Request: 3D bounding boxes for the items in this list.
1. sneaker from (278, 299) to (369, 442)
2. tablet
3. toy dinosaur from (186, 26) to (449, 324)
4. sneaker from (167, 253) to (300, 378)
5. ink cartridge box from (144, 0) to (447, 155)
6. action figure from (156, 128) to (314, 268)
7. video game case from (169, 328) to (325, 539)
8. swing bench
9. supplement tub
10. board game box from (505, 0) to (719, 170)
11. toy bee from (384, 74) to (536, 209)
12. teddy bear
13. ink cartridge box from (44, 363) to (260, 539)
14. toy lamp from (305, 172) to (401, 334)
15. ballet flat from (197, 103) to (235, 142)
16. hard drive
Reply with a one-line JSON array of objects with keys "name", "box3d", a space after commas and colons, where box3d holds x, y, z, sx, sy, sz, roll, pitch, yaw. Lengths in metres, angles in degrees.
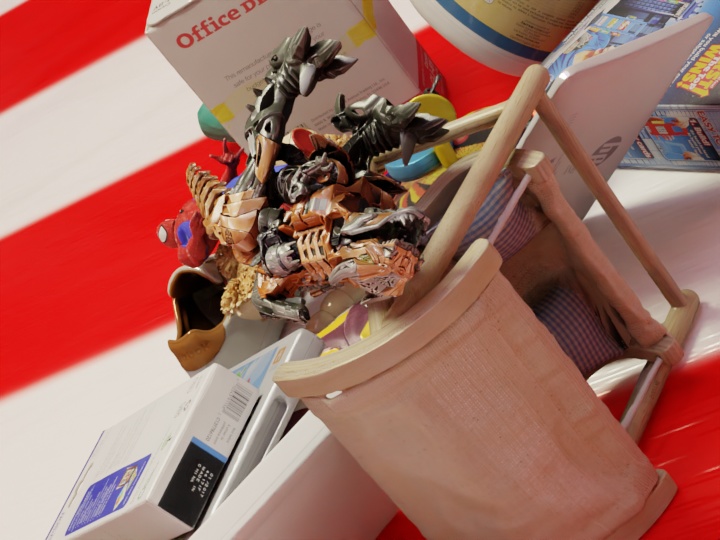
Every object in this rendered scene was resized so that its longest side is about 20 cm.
[{"name": "sneaker", "box3d": [-0.022, 0.097, 1.122, 0.090, 0.075, 0.200, -2, 40, 47]}, {"name": "tablet", "box3d": [0.127, -0.068, 1.060, 0.130, 0.014, 0.200, -25, -23, -35]}, {"name": "toy dinosaur", "box3d": [-0.034, -0.042, 0.911, 0.199, 0.102, 0.136, 19, 80, 32]}, {"name": "sneaker", "box3d": [-0.090, 0.001, 1.300, 0.073, 0.085, 0.201, -23, 34, 29]}, {"name": "ink cartridge box", "box3d": [-0.045, -0.163, 1.343, 0.145, 0.200, 0.084, -27, 33, 20]}, {"name": "action figure", "box3d": [-0.089, -0.044, 1.194, 0.200, 0.052, 0.066, -26, 37, 58]}, {"name": "video game case", "box3d": [-0.105, 0.136, 1.124, 0.200, 0.022, 0.183, -31, 29, 61]}, {"name": "swing bench", "box3d": [0.078, 0.039, 0.959, 0.129, 0.199, 0.201, -18, 38, 32]}, {"name": "supplement tub", "box3d": [0.133, -0.254, 1.259, 0.200, 0.144, 0.145, -55, 22, 31]}, {"name": "board game box", "box3d": [0.226, -0.139, 1.157, 0.200, 0.062, 0.200, -47, 33, -10]}, {"name": "toy bee", "box3d": [0.071, -0.074, 1.157, 0.108, 0.131, 0.201, -16, 52, 28]}, {"name": "teddy bear", "box3d": [-0.044, -0.041, 1.228, 0.145, 0.067, 0.200, -40, 16, 47]}, {"name": "ink cartridge box", "box3d": [-0.135, 0.129, 1.120, 0.200, 0.039, 0.100, -29, 32, 58]}, {"name": "toy lamp", "box3d": [0.000, 0.000, 1.229, 0.058, 0.058, 0.200, 5, 53, 50]}, {"name": "ballet flat", "box3d": [-0.057, -0.139, 1.462, 0.199, 0.067, 0.071, -25, 48, 27]}, {"name": "hard drive", "box3d": [-0.039, 0.147, 0.975, 0.027, 0.132, 0.200, 23, 45, 24]}]
